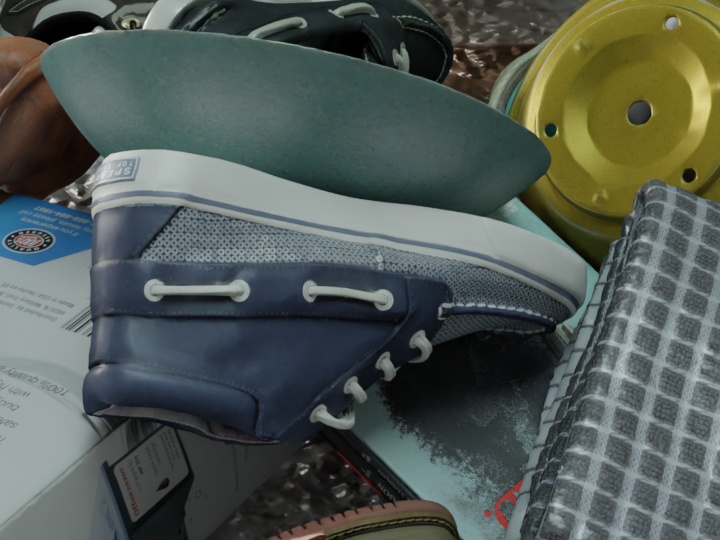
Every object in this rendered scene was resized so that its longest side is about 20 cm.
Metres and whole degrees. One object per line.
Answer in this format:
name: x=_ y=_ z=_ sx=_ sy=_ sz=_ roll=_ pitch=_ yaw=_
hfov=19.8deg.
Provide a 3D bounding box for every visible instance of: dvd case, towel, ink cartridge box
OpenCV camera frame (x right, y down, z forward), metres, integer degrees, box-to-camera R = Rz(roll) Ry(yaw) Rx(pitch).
dvd case: x=0.082 y=0.071 z=0.785 sx=0.200 sy=0.022 sz=0.146 roll=45 pitch=52 yaw=15
towel: x=0.147 y=0.073 z=0.735 sx=0.164 sy=0.086 sz=0.201 roll=24 pitch=47 yaw=-1
ink cartridge box: x=-0.134 y=0.064 z=0.768 sx=0.145 sy=0.087 sz=0.200 roll=15 pitch=40 yaw=31

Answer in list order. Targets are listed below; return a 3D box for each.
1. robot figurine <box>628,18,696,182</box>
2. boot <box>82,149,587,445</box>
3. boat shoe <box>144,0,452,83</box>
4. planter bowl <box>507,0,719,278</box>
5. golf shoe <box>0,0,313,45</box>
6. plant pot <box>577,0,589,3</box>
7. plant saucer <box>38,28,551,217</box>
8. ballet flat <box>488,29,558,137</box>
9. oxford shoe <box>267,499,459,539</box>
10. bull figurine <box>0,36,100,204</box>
robot figurine: x=0.199 y=-0.061 z=0.942 sx=0.169 sy=0.114 sz=0.200 roll=-23 pitch=44 yaw=-32
boot: x=-0.008 y=0.023 z=0.738 sx=0.198 sy=0.073 sz=0.091 roll=11 pitch=75 yaw=-26
boat shoe: x=-0.015 y=-0.092 z=0.962 sx=0.060 sy=0.076 sz=0.199 roll=33 pitch=28 yaw=33
planter bowl: x=0.129 y=-0.055 z=0.858 sx=0.200 sy=0.201 sz=0.083 roll=32 pitch=2 yaw=33
golf shoe: x=-0.089 y=-0.118 z=1.043 sx=0.198 sy=0.078 sz=0.095 roll=3 pitch=47 yaw=12
plant pot: x=0.073 y=-0.248 z=1.049 sx=0.198 sy=0.201 sz=0.178 roll=16 pitch=27 yaw=-15
plant saucer: x=-0.028 y=-0.041 z=0.787 sx=0.199 sy=0.201 sz=0.039 roll=10 pitch=80 yaw=9
ballet flat: x=0.109 y=-0.091 z=1.031 sx=0.062 sy=0.068 sz=0.200 roll=-17 pitch=15 yaw=46
oxford shoe: x=-0.039 y=0.149 z=0.693 sx=0.199 sy=0.071 sz=0.074 roll=-31 pitch=52 yaw=-16
bull figurine: x=-0.150 y=-0.058 z=0.909 sx=0.121 sy=0.200 sz=0.065 roll=-39 pitch=83 yaw=3
